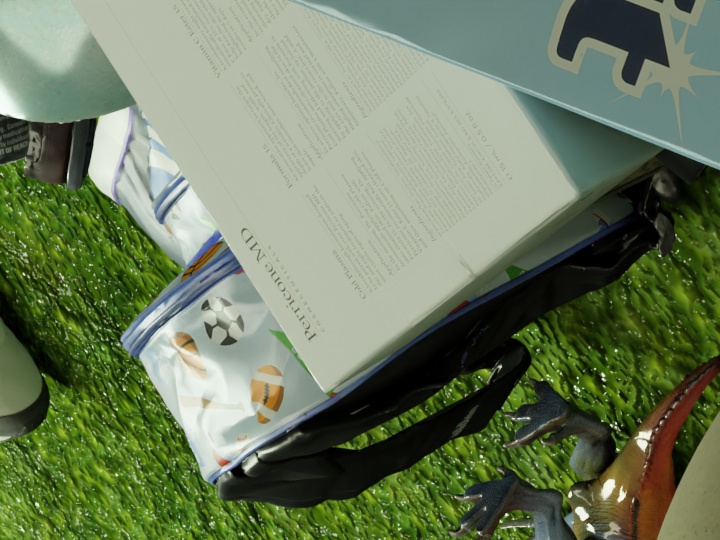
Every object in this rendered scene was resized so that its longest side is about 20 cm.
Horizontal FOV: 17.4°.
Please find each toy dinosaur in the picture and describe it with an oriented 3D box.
[{"bbox_3d":[0.115,0.141,1.030,0.199,0.105,0.181,-15,130,45],"label":"toy dinosaur"}]

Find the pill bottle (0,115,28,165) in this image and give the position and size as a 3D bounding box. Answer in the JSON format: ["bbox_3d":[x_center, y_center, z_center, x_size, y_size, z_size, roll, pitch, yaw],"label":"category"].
[{"bbox_3d":[-0.195,-0.155,1.126,0.106,0.106,0.201,32,143,32],"label":"pill bottle"}]

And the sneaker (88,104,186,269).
[{"bbox_3d":[-0.041,-0.060,1.050,0.146,0.081,0.200,37,144,10],"label":"sneaker"}]

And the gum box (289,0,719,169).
[{"bbox_3d":[0.095,-0.119,0.619,0.199,0.045,0.171,22,100,13],"label":"gum box"}]

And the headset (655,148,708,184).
[{"bbox_3d":[0.159,-0.097,0.690,0.094,0.124,0.200,39,130,6],"label":"headset"}]

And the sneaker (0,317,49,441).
[{"bbox_3d":[-0.265,0.022,1.442,0.200,0.074,0.080,45,147,13],"label":"sneaker"}]

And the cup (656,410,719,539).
[{"bbox_3d":[0.181,0.137,0.868,0.200,0.143,0.201,35,146,28],"label":"cup"}]

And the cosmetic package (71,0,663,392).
[{"bbox_3d":[-0.014,-0.081,0.738,0.201,0.052,0.151,57,138,5],"label":"cosmetic package"}]

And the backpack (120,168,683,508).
[{"bbox_3d":[0.000,0.000,0.931,0.154,0.190,0.200,50,151,6],"label":"backpack"}]

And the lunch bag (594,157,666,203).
[{"bbox_3d":[0.036,-0.137,0.804,0.199,0.139,0.169,29,125,33],"label":"lunch bag"}]

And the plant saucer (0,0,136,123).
[{"bbox_3d":[-0.124,-0.162,0.950,0.201,0.201,0.039,39,-172,23],"label":"plant saucer"}]

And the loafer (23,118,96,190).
[{"bbox_3d":[-0.139,-0.135,1.011,0.072,0.063,0.201,144,130,-79],"label":"loafer"}]
